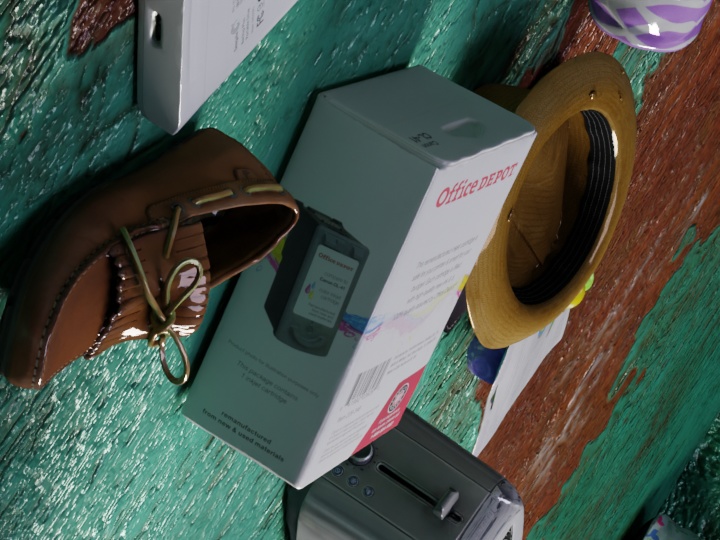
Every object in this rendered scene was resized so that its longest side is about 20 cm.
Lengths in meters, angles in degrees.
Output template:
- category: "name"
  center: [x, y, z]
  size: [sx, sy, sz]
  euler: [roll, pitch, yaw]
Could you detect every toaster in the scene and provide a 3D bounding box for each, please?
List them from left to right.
- category: "toaster"
  center: [0.029, 0.175, 1.942]
  size: [0.114, 0.129, 0.200]
  euler: [-52, 163, -23]

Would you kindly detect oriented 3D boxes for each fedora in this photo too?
- category: "fedora"
  center: [0.093, -0.051, 1.801]
  size: [0.200, 0.082, 0.201]
  euler: [-41, 145, -37]

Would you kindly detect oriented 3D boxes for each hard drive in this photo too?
- category: "hard drive"
  center: [-0.030, -0.168, 1.308]
  size: [0.200, 0.027, 0.132]
  euler: [-50, 162, -30]

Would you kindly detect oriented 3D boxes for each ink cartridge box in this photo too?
- category: "ink cartridge box"
  center: [0.000, 0.000, 1.606]
  size: [0.147, 0.085, 0.201]
  euler: [-24, 140, -64]

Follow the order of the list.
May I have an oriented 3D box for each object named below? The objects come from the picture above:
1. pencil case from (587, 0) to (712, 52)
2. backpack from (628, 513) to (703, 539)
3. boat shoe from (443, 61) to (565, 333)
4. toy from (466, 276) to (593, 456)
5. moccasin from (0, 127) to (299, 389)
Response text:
- category: "pencil case"
  center: [0.199, -0.231, 1.832]
  size: [0.086, 0.083, 0.201]
  euler: [-77, -176, -48]
- category: "backpack"
  center: [0.320, 0.373, 3.231]
  size: [0.201, 0.150, 0.178]
  euler: [-59, 164, -19]
- category: "boat shoe"
  center: [0.104, -0.041, 1.899]
  size: [0.201, 0.065, 0.073]
  euler: [-57, 165, -7]
- category: "toy"
  center: [0.111, 0.041, 2.113]
  size: [0.200, 0.047, 0.116]
  euler: [-44, 156, -54]
- category: "moccasin"
  center: [-0.093, 0.002, 1.324]
  size: [0.201, 0.077, 0.074]
  euler: [-34, 151, -58]
